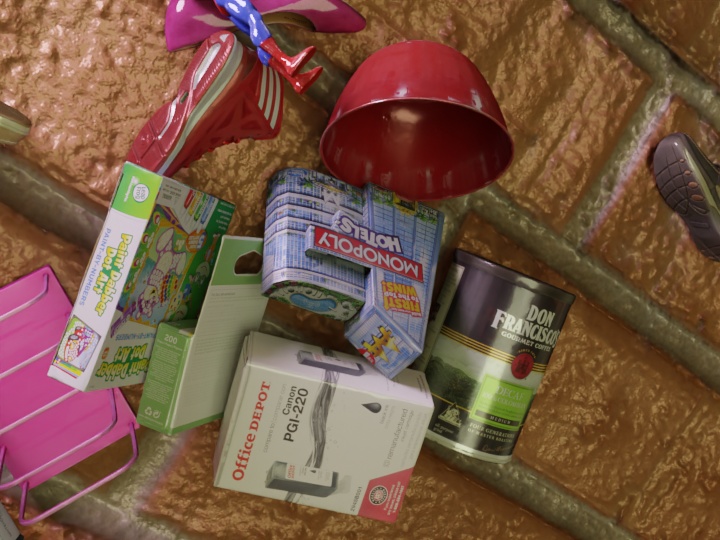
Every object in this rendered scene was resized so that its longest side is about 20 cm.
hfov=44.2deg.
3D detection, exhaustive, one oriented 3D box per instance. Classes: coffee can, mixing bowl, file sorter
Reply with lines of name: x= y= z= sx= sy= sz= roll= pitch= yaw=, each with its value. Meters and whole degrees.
coffee can: x=0.140 y=0.094 z=1.006 sx=0.145 sy=0.146 sz=0.202 roll=19 pitch=95 yaw=-20
mixing bowl: x=0.058 y=-0.166 z=0.926 sx=0.198 sy=0.200 sz=0.110 roll=11 pitch=64 yaw=-19
file sorter: x=-0.322 y=0.124 z=0.875 sx=0.138 sy=0.125 sz=0.202 roll=-28 pitch=108 yaw=-11

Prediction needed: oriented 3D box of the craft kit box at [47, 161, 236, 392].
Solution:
craft kit box: x=-0.201 y=0.011 z=0.853 sx=0.048 sy=0.200 sz=0.199 roll=23 pitch=92 yaw=11

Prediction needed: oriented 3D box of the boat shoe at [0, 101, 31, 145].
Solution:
boat shoe: x=-0.412 y=-0.144 z=0.826 sx=0.198 sy=0.073 sz=0.064 roll=13 pitch=104 yaw=-17

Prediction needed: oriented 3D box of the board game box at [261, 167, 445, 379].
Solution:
board game box: x=0.000 y=0.000 z=0.914 sx=0.198 sy=0.202 sz=0.062 roll=19 pitch=137 yaw=-26

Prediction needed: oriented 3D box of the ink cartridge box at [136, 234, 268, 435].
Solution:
ink cartridge box: x=-0.150 y=0.058 z=0.911 sx=0.047 sy=0.145 sz=0.202 roll=16 pitch=96 yaw=19

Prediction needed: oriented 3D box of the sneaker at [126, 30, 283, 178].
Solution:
sneaker: x=-0.149 y=-0.133 z=0.908 sx=0.115 sy=0.079 sz=0.200 roll=25 pitch=114 yaw=-40

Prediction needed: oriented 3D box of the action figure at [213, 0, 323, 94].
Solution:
action figure: x=-0.101 y=-0.266 z=0.833 sx=0.200 sy=0.065 sz=0.099 roll=40 pitch=83 yaw=12

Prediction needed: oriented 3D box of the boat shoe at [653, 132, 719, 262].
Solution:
boat shoe: x=0.432 y=-0.099 z=1.109 sx=0.073 sy=0.074 sz=0.201 roll=-46 pitch=119 yaw=-15

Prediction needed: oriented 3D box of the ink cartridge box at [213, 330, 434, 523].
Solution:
ink cartridge box: x=-0.041 y=0.162 z=0.916 sx=0.198 sy=0.085 sz=0.147 roll=15 pitch=107 yaw=-9

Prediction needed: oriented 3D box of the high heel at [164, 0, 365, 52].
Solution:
high heel: x=-0.096 y=-0.246 z=0.906 sx=0.198 sy=0.067 sz=0.097 roll=12 pitch=87 yaw=-4

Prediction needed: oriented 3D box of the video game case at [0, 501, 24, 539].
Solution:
video game case: x=-0.445 y=0.208 z=0.851 sx=0.198 sy=0.026 sz=0.182 roll=-17 pitch=108 yaw=22
